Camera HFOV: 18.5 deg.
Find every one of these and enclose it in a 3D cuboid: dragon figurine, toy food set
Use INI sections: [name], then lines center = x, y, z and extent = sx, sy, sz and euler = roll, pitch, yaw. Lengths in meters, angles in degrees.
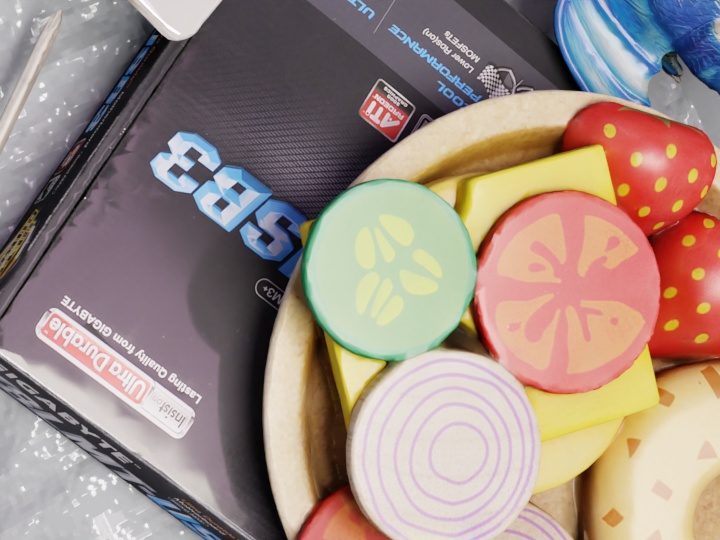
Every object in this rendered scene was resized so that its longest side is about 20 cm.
[dragon figurine]
center = 0.104, -0.084, 0.732
extent = 0.059, 0.099, 0.200
euler = -44, 114, -53
[toy food set]
center = 0.063, 0.045, 0.680
extent = 0.197, 0.049, 0.201
euler = -16, 97, -18

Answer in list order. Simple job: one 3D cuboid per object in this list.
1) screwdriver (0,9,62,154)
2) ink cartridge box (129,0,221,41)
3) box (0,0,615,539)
[screwdriver]
center = -0.133, 0.007, 0.661
extent = 0.029, 0.028, 0.200
euler = 33, 72, -50
[ink cartridge box]
center = -0.104, -0.169, 0.672
extent = 0.200, 0.067, 0.116
euler = 45, 67, -15
[box]
center = 0.000, 0.000, 0.719
extent = 0.200, 0.050, 0.199
euler = 39, 69, -17
